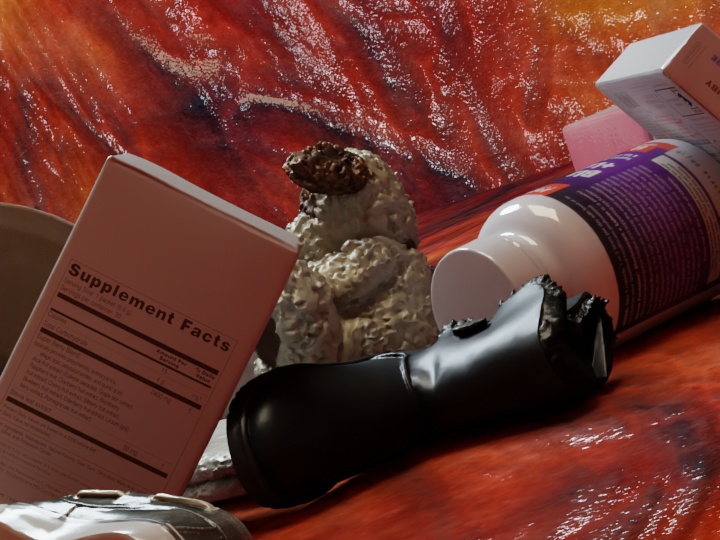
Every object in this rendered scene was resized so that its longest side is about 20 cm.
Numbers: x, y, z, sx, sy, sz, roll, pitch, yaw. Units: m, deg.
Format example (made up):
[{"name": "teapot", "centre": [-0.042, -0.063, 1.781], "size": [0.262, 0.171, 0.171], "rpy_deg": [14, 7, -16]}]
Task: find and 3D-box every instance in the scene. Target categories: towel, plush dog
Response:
[{"name": "towel", "centre": [-0.089, 0.121, 1.478], "size": [0.200, 0.035, 0.132], "rpy_deg": [-17, 7, 46]}, {"name": "plush dog", "centre": [0.000, 0.000, 1.553], "size": [0.160, 0.172, 0.200], "rpy_deg": [-7, -19, 0]}]

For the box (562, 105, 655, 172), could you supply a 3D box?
[{"name": "box", "centre": [0.308, -0.122, 2.261], "size": [0.128, 0.109, 0.200], "rpy_deg": [-22, 4, -25]}]

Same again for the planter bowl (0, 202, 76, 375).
[{"name": "planter bowl", "centre": [-0.240, 0.075, 1.516], "size": [0.200, 0.200, 0.135], "rpy_deg": [-23, -25, -35]}]

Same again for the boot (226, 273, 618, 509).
[{"name": "boot", "centre": [0.039, 0.063, 1.301], "size": [0.168, 0.077, 0.200], "rpy_deg": [-22, -4, 32]}]

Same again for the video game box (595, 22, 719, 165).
[{"name": "video game box", "centre": [0.250, -0.080, 1.502], "size": [0.047, 0.182, 0.200], "rpy_deg": [-48, 6, -3]}]

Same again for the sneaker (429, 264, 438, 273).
[{"name": "sneaker", "centre": [0.074, 0.021, 1.738], "size": [0.084, 0.077, 0.200], "rpy_deg": [-18, 7, 12]}]

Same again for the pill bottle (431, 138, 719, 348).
[{"name": "pill bottle", "centre": [0.142, -0.005, 1.466], "size": [0.200, 0.112, 0.111], "rpy_deg": [-23, 5, -39]}]

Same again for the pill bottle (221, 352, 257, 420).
[{"name": "pill bottle", "centre": [-0.045, 0.041, 1.745], "size": [0.116, 0.117, 0.200], "rpy_deg": [-18, 5, 32]}]

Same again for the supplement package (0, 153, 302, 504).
[{"name": "supplement package", "centre": [-0.128, 0.048, 1.313], "size": [0.200, 0.120, 0.121], "rpy_deg": [-64, 2, 2]}]

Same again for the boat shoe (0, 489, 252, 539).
[{"name": "boat shoe", "centre": [-0.129, 0.144, 1.158], "size": [0.064, 0.071, 0.200], "rpy_deg": [-24, 14, -39]}]
